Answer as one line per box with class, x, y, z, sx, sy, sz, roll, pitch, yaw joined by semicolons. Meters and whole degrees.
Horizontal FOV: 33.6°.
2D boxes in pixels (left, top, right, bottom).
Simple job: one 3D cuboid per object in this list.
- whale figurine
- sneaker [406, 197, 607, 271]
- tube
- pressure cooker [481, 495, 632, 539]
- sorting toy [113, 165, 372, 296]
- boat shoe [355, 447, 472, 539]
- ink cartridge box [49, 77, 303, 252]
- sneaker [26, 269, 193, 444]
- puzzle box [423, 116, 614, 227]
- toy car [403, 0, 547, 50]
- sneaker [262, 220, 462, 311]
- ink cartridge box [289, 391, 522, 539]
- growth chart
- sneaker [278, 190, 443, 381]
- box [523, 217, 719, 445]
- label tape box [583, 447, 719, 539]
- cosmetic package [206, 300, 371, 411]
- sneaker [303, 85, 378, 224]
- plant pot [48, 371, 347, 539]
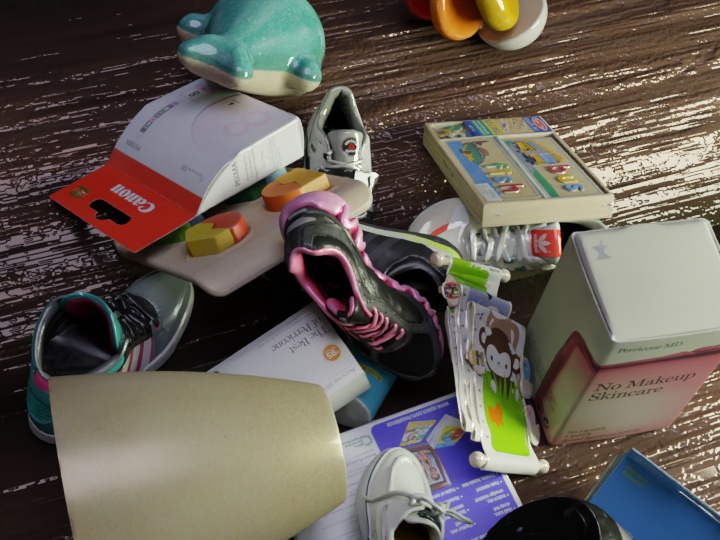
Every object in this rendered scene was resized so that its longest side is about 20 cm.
whale figurine;-0.107;-0.232;1.185;0.159;0.104;0.200;24;20;10
sneaker;0.144;-0.034;1.136;0.199;0.093;0.071;-3;96;-20
tube;0.025;0.056;1.112;0.077;0.050;0.200;30;52;-2
pressure cooker;0.174;0.290;0.887;0.179;0.176;0.200;-46;109;-9
sorting toy;-0.114;-0.053;1.098;0.185;0.037;0.200;-32;30;-25
boat shoe;0.042;0.202;0.915;0.074;0.086;0.202;32;34;-16
ink cartridge box;-0.177;-0.108;1.129;0.200;0.057;0.162;-29;39;-31
sneaker;-0.215;0.047;1.028;0.083;0.121;0.200;32;58;10
puzzle box;0.152;-0.102;1.183;0.133;0.026;0.200;-5;30;-13
toy car;0.117;-0.341;1.320;0.150;0.175;0.201;-12;54;27
sneaker;0.000;0.000;1.080;0.199;0.072;0.083;2;34;6
ink cartridge box;0.041;0.221;1.009;0.198;0.043;0.200;-17;61;-19
growth chart;0.117;0.084;1.047;0.145;0.018;0.201;3;74;-54
sneaker;-0.001;0.030;0.996;0.200;0.079;0.095;48;19;-21
box;0.232;0.058;1.048;0.127;0.200;0.109;-7;59;-12
label tape box;0.250;0.214;0.955;0.144;0.200;0.063;37;87;14
cosmetic package;-0.097;0.117;1.012;0.200;0.051;0.083;-34;70;-6
sneaker;-0.023;-0.092;1.167;0.074;0.089;0.201;-2;61;-12
plant pot;-0.117;0.153;0.897;0.199;0.188;0.188;-10;61;-13
